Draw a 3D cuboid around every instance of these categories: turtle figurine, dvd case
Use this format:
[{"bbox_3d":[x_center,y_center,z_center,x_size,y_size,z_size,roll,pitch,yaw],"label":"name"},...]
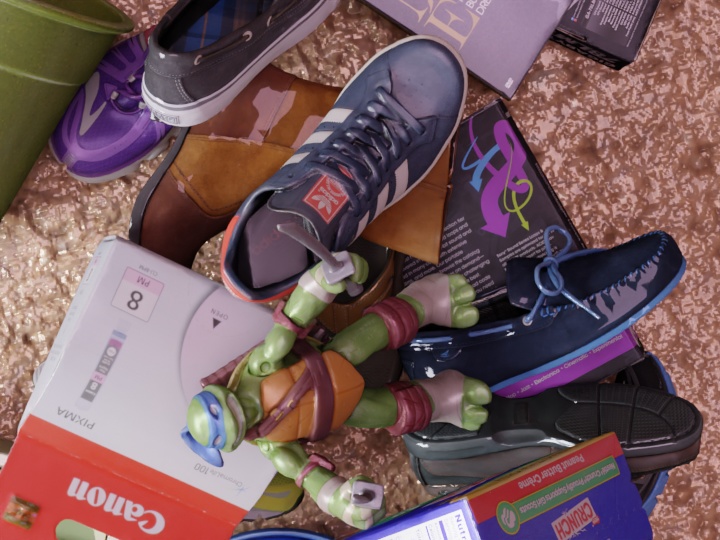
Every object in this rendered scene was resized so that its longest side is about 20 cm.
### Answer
[{"bbox_3d":[0.009,0.066,0.957,0.193,0.200,0.145,-15,67,-41],"label":"turtle figurine"},{"bbox_3d":[0.058,-0.231,1.095,0.199,0.016,0.149,33,90,-1],"label":"dvd case"}]

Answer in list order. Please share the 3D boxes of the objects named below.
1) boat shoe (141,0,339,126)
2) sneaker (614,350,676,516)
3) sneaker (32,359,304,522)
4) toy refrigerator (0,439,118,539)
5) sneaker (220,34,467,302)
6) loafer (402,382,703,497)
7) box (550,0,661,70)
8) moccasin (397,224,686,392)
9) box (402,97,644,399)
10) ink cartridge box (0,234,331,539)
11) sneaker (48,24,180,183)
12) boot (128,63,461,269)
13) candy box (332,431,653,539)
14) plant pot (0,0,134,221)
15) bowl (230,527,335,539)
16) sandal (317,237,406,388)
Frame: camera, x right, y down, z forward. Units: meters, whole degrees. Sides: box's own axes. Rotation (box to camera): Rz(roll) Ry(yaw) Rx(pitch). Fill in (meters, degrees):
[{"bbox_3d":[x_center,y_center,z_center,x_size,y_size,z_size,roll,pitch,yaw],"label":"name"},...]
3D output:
[{"bbox_3d":[-0.068,-0.174,1.010,0.070,0.067,0.200,31,58,19],"label":"boat shoe"},{"bbox_3d":[0.154,0.146,1.119,0.082,0.071,0.201,27,91,-14],"label":"sneaker"},{"bbox_3d":[-0.117,0.092,1.092,0.199,0.078,0.091,32,100,-3],"label":"sneaker"},{"bbox_3d":[-0.254,0.153,1.094,0.198,0.070,0.077,13,89,-4],"label":"toy refrigerator"},{"bbox_3d":[-0.010,-0.054,0.972,0.075,0.085,0.200,40,102,-2],"label":"sneaker"},{"bbox_3d":[0.128,0.118,1.084,0.198,0.072,0.063,-2,123,17],"label":"loafer"},{"bbox_3d":[0.135,-0.270,1.130,0.197,0.050,0.202,23,89,-3],"label":"box"},{"bbox_3d":[0.111,0.024,1.051,0.199,0.081,0.068,-30,105,14],"label":"moccasin"},{"bbox_3d":[0.084,0.004,1.115,0.142,0.036,0.201,-29,94,15],"label":"box"},{"bbox_3d":[-0.126,0.102,1.023,0.162,0.057,0.202,26,78,-18],"label":"ink cartridge box"},{"bbox_3d":[-0.129,-0.140,1.095,0.200,0.083,0.081,-40,92,-2],"label":"sneaker"},{"bbox_3d":[-0.042,-0.039,1.056,0.198,0.068,0.190,14,101,5],"label":"boot"},{"bbox_3d":[0.051,0.178,0.998,0.199,0.168,0.078,-26,80,38],"label":"candy box"},{"bbox_3d":[-0.270,-0.109,1.048,0.198,0.200,0.191,22,101,-4],"label":"plant pot"},{"bbox_3d":[-0.056,0.276,1.123,0.198,0.039,0.203,0,90,-4],"label":"bowl"},{"bbox_3d":[0.000,0.000,1.086,0.081,0.055,0.202,18,108,14],"label":"sandal"}]
